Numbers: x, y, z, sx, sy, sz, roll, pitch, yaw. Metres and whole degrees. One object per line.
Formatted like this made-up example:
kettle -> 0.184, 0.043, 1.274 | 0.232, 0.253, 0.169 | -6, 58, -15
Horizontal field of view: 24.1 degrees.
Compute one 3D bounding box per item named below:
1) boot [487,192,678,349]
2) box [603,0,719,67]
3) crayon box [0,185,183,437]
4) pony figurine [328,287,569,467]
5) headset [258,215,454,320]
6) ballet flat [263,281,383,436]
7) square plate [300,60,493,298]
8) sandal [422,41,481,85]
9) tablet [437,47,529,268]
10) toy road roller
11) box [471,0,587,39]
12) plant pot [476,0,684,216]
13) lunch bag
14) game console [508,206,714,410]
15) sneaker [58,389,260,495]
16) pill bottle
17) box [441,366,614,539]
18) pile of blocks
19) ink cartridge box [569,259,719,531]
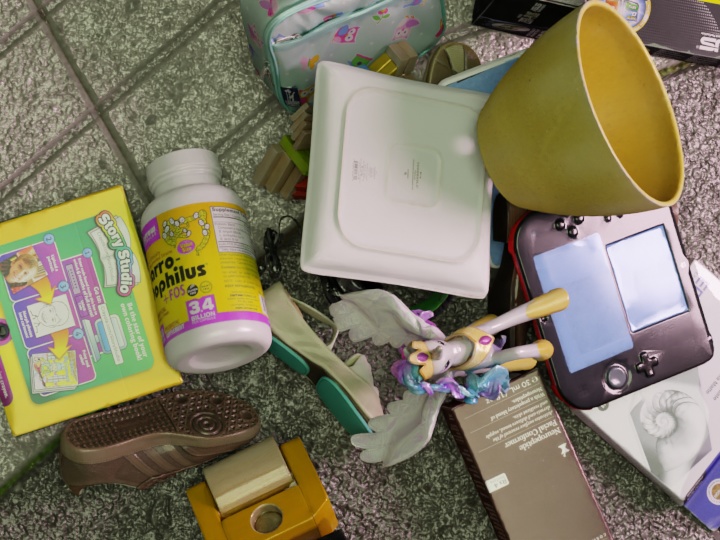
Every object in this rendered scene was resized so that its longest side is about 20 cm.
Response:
boot -> 0.231, 0.006, 1.689 | 0.198, 0.064, 0.188 | -2, 104, -17
box -> 0.324, -0.298, 1.718 | 0.198, 0.044, 0.162 | 10, 86, -5
crayon box -> -0.281, 0.039, 1.634 | 0.171, 0.058, 0.202 | -17, 89, -8
pony figurine -> 0.075, 0.079, 1.570 | 0.199, 0.193, 0.168 | -13, 83, -38
headset -> 0.000, 0.000, 1.626 | 0.198, 0.094, 0.124 | 18, 124, -14
ballet flat -> -0.031, 0.090, 1.656 | 0.200, 0.069, 0.069 | 45, 84, -2
square plate -> 0.045, -0.086, 1.586 | 0.196, 0.028, 0.202 | 9, 80, -24
sandal -> 0.068, -0.128, 1.676 | 0.080, 0.054, 0.202 | 14, 90, -29
tablet -> 0.160, -0.114, 1.677 | 0.129, 0.014, 0.202 | -21, 109, -9
toy road roller -> -0.074, 0.277, 1.628 | 0.122, 0.147, 0.201 | -24, 53, -6
box -> 0.179, -0.343, 1.646 | 0.085, 0.164, 0.202 | 12, 87, -5
plant pot -> 0.193, -0.131, 1.572 | 0.141, 0.200, 0.202 | -21, 89, 30
lunch bag -> -0.017, -0.244, 1.617 | 0.199, 0.161, 0.077 | -27, 62, -10
game console -> 0.245, 0.020, 1.643 | 0.175, 0.031, 0.202 | -19, 95, -13
sneaker -> -0.196, 0.170, 1.639 | 0.198, 0.071, 0.076 | -5, 131, -20
pill bottle -> -0.152, -0.011, 1.613 | 0.103, 0.104, 0.202 | -12, 70, -6
box -> 0.165, 0.205, 1.664 | 0.099, 0.075, 0.201 | -25, 92, -7
pile of blocks -> -0.015, -0.135, 1.626 | 0.200, 0.082, 0.062 | -45, 65, 12
ink cartridge box -> 0.347, 0.128, 1.701 | 0.200, 0.041, 0.200 | 40, 84, -3
